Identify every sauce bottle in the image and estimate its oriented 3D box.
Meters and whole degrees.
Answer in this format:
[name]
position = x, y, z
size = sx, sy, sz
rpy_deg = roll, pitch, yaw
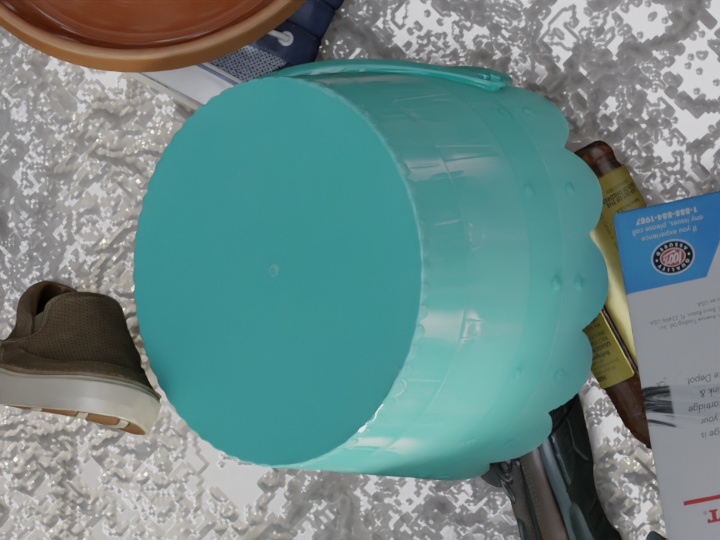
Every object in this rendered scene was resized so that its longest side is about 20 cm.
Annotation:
[sauce bottle]
position = 0.139, 0.037, 1.421
size = 0.066, 0.066, 0.201
rpy_deg = -27, 92, 13

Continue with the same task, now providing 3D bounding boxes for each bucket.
[bucket]
position = 0.000, 0.000, 1.373
size = 0.206, 0.134, 0.209
rpy_deg = -1, 89, 39

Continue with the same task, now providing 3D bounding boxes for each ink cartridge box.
[ink cartridge box]
position = 0.190, 0.065, 1.324
size = 0.115, 0.068, 0.202
rpy_deg = -12, 76, 14

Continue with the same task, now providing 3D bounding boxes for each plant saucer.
[plant saucer]
position = -0.102, -0.182, 1.424
size = 0.199, 0.032, 0.202
rpy_deg = -2, 63, 4

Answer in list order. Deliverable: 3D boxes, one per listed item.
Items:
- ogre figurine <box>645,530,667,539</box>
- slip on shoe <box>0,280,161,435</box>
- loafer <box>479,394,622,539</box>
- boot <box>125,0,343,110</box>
[ogre figurine]
position = 0.194, 0.186, 1.377
size = 0.198, 0.120, 0.099
rpy_deg = 7, 131, -5
[slip on shoe]
position = -0.136, 0.040, 1.417
size = 0.075, 0.200, 0.061
rpy_deg = 13, 89, -11
[loafer]
position = 0.083, 0.108, 1.439
size = 0.063, 0.072, 0.201
rpy_deg = -17, 94, 18
[boot]
position = -0.108, -0.145, 1.460
size = 0.199, 0.073, 0.091
rpy_deg = 28, 87, 5
